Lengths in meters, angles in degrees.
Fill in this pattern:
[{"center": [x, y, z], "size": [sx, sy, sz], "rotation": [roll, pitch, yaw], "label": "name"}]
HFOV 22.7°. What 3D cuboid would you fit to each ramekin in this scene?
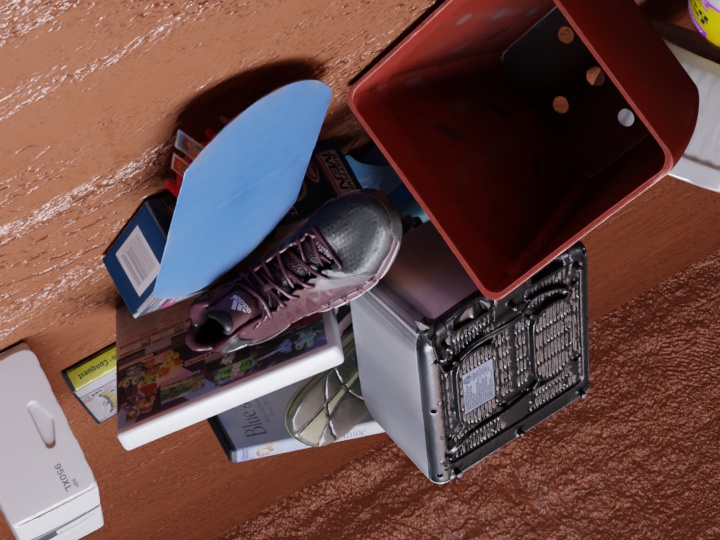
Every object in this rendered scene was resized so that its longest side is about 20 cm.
[{"center": [0.310, -0.154, 1.658], "size": [0.200, 0.199, 0.106], "rotation": [-11, 127, -57], "label": "ramekin"}]

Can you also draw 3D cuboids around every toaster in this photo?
[{"center": [0.094, 0.048, 1.493], "size": [0.180, 0.119, 0.201], "rotation": [-30, 136, -24], "label": "toaster"}]

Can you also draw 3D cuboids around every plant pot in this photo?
[{"center": [0.149, -0.131, 1.392], "size": [0.200, 0.201, 0.176], "rotation": [-39, 175, 37], "label": "plant pot"}]

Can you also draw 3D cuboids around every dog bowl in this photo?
[{"center": [0.056, -0.108, 1.573], "size": [0.200, 0.050, 0.111], "rotation": [-40, 165, 35], "label": "dog bowl"}]

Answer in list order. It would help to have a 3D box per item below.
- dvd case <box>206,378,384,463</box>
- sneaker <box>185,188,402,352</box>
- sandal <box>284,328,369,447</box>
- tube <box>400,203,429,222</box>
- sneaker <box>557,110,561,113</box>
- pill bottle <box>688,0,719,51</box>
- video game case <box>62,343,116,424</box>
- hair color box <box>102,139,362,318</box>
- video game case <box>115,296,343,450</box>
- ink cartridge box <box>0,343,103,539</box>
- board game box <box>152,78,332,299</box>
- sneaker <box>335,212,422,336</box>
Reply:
[{"center": [-0.051, 0.113, 1.675], "size": [0.198, 0.143, 0.018], "rotation": [-10, 126, -21], "label": "dvd case"}, {"center": [-0.060, 0.014, 1.398], "size": [0.200, 0.076, 0.115], "rotation": [-38, 175, 31], "label": "sneaker"}, {"center": [0.009, 0.073, 1.577], "size": [0.200, 0.080, 0.057], "rotation": [-36, -153, -12], "label": "sandal"}, {"center": [-0.031, -0.026, 1.726], "size": [0.199, 0.051, 0.078], "rotation": [-26, 159, -1], "label": "tube"}, {"center": [0.192, -0.074, 1.794], "size": [0.088, 0.075, 0.201], "rotation": [-35, 132, -15], "label": "sneaker"}, {"center": [0.335, -0.246, 1.553], "size": [0.104, 0.105, 0.200], "rotation": [-31, 168, 4], "label": "pill bottle"}, {"center": [-0.203, 0.088, 1.810], "size": [0.180, 0.026, 0.200], "rotation": [-29, 168, -7], "label": "video game case"}, {"center": [-0.101, -0.035, 1.465], "size": [0.199, 0.061, 0.100], "rotation": [-22, 166, -38], "label": "hair color box"}, {"center": [-0.116, 0.055, 1.533], "size": [0.199, 0.023, 0.183], "rotation": [-22, -146, 7], "label": "video game case"}, {"center": [-0.298, 0.167, 1.608], "size": [0.084, 0.145, 0.200], "rotation": [-26, 167, -14], "label": "ink cartridge box"}, {"center": [-0.098, -0.070, 1.322], "size": [0.158, 0.039, 0.201], "rotation": [-35, 157, -39], "label": "board game box"}, {"center": [0.000, 0.000, 1.597], "size": [0.198, 0.080, 0.130], "rotation": [-6, 142, -28], "label": "sneaker"}]
